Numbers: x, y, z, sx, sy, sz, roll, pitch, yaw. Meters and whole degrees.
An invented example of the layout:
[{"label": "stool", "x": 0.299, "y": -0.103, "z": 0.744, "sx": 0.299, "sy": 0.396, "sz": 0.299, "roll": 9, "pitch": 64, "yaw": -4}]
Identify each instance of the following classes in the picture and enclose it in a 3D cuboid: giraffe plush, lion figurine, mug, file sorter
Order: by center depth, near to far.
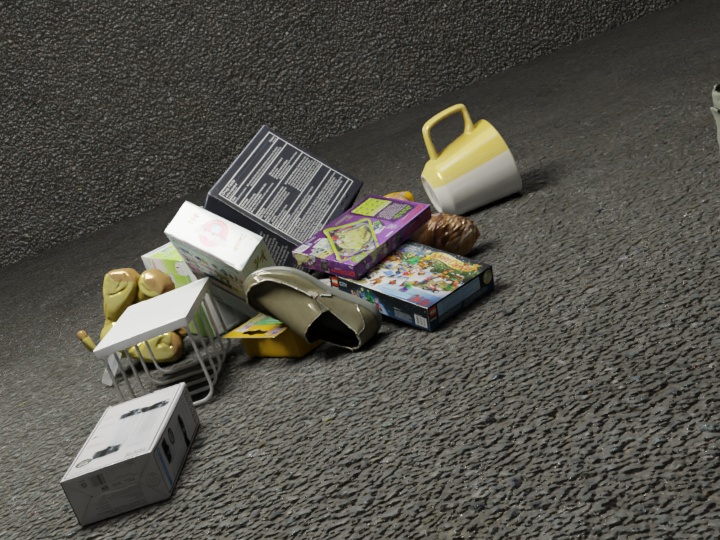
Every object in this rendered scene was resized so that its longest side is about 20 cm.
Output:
[{"label": "file sorter", "x": -0.275, "y": 0.113, "z": 1.393, "sx": 0.138, "sy": 0.126, "sz": 0.200, "roll": -20, "pitch": 14, "yaw": 5}, {"label": "lion figurine", "x": 0.084, "y": -0.074, "z": 1.542, "sx": 0.123, "sy": 0.199, "sz": 0.073, "roll": -52, "pitch": -13, "yaw": -7}, {"label": "giraffe plush", "x": -0.360, "y": 0.087, "z": 1.615, "sx": 0.201, "sy": 0.172, "sz": 0.162, "roll": -54, "pitch": 1, "yaw": 7}, {"label": "mug", "x": 0.188, "y": -0.192, "z": 1.789, "sx": 0.152, "sy": 0.188, "sz": 0.149, "roll": -30, "pitch": -11, "yaw": -3}]

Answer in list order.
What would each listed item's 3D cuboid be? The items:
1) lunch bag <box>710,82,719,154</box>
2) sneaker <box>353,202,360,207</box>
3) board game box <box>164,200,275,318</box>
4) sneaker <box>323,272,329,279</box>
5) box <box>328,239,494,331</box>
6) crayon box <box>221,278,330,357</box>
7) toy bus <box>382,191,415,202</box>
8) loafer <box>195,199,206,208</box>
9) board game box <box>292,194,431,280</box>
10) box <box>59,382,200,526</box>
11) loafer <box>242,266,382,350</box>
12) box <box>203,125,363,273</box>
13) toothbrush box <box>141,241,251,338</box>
[{"label": "lunch bag", "x": 0.567, "y": -0.197, "z": 1.297, "sx": 0.198, "sy": 0.165, "sz": 0.118, "roll": -22, "pitch": 20, "yaw": -7}, {"label": "sneaker", "x": 0.047, "y": -0.046, "z": 1.675, "sx": 0.071, "sy": 0.114, "sz": 0.200, "roll": -17, "pitch": -15, "yaw": 19}, {"label": "board game box", "x": -0.197, "y": -0.005, "z": 1.474, "sx": 0.147, "sy": 0.200, "sz": 0.065, "roll": 26, "pitch": 70, "yaw": 21}, {"label": "sneaker", "x": 0.000, "y": 0.000, "z": 1.563, "sx": 0.088, "sy": 0.075, "sz": 0.200, "roll": -2, "pitch": 0, "yaw": -23}, {"label": "box", "x": 0.070, "y": 0.014, "z": 1.362, "sx": 0.136, "sy": 0.038, "sz": 0.199, "roll": -31, "pitch": 33, "yaw": -34}, {"label": "crayon box", "x": -0.091, "y": 0.075, "z": 1.429, "sx": 0.125, "sy": 0.052, "sz": 0.199, "roll": -4, "pitch": 21, "yaw": 45}, {"label": "toy bus", "x": 0.016, "y": -0.082, "z": 1.820, "sx": 0.199, "sy": 0.066, "sz": 0.078, "roll": -31, "pitch": 20, "yaw": -37}, {"label": "loafer", "x": -0.239, "y": -0.039, "z": 1.697, "sx": 0.068, "sy": 0.201, "sz": 0.071, "roll": -23, "pitch": -28, "yaw": -23}, {"label": "board game box", "x": 0.005, "y": -0.054, "z": 1.442, "sx": 0.119, "sy": 0.033, "sz": 0.200, "roll": 9, "pitch": 34, "yaw": 38}, {"label": "box", "x": -0.269, "y": 0.214, "z": 1.156, "sx": 0.116, "sy": 0.061, "sz": 0.200, "roll": -19, "pitch": 15, "yaw": 5}, {"label": "loafer", "x": -0.070, "y": 0.054, "z": 1.310, "sx": 0.198, "sy": 0.076, "sz": 0.070, "roll": 16, "pitch": 36, "yaw": 7}, {"label": "box", "x": -0.132, "y": -0.100, "z": 1.583, "sx": 0.201, "sy": 0.197, "sz": 0.124, "roll": -58, "pitch": -1, "yaw": -41}, {"label": "toothbrush box", "x": -0.288, "y": 0.027, "z": 1.677, "sx": 0.086, "sy": 0.147, "sz": 0.199, "roll": -28, "pitch": 17, "yaw": -26}]
